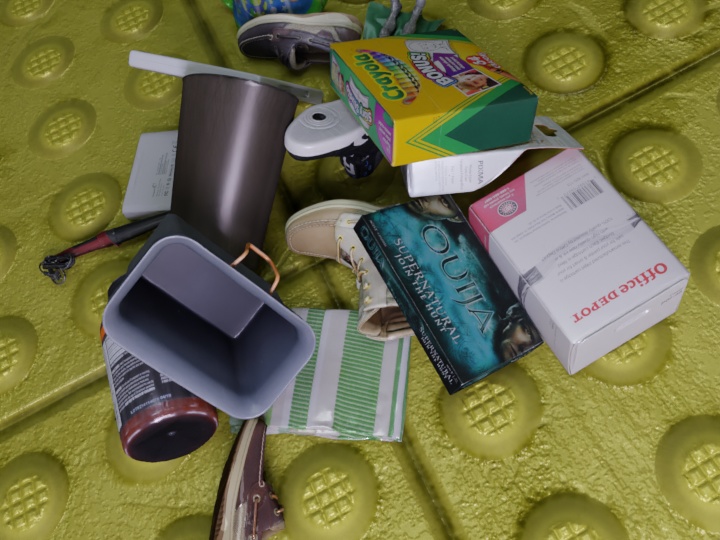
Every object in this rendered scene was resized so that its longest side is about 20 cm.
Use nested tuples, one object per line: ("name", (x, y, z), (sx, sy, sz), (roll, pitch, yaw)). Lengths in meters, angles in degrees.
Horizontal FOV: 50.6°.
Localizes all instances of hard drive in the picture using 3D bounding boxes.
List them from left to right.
("hard drive", (-0.214, -0.134, 1.023), (0.194, 0.026, 0.135), (-2, 60, 11))

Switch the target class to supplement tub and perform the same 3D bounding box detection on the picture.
("supplement tub", (-0.229, 0.099, 0.848), (0.105, 0.108, 0.203), (-23, 58, -1))

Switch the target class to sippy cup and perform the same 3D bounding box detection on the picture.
("sippy cup", (-0.140, -0.431, 1.115), (0.174, 0.131, 0.142), (-19, 57, 2))

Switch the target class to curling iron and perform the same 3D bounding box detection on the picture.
("curling iron", (-0.325, -0.034, 0.990), (0.196, 0.026, 0.050), (-23, 51, 1))

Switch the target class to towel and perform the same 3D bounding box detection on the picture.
("towel", (-0.042, 0.114, 0.847), (0.194, 0.024, 0.156), (0, 60, 15))

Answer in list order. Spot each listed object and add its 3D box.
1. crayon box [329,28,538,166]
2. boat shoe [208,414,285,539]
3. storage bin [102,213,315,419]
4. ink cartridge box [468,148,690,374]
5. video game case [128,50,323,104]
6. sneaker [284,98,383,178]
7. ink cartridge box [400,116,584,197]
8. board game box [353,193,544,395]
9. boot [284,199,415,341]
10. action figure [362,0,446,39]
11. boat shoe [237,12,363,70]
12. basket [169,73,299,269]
("crayon box", (0.075, -0.203, 0.860), (0.168, 0.059, 0.201), (-11, 40, -19))
("boat shoe", (-0.110, 0.250, 0.766), (0.070, 0.072, 0.204), (15, 58, -14))
("storage bin", (-0.153, 0.027, 0.791), (0.146, 0.199, 0.135), (-49, 28, 8))
("ink cartridge box", (0.228, -0.014, 0.822), (0.144, 0.083, 0.202), (-28, 58, -5))
("video game case", (-0.172, -0.253, 1.007), (0.196, 0.181, 0.024), (16, 103, 20))
("sneaker", (-0.017, -0.149, 0.928), (0.072, 0.114, 0.199), (31, 46, 23))
("ink cartridge box", (0.143, -0.139, 0.896), (0.194, 0.048, 0.161), (-3, 24, -1))
("board game box", (0.094, 0.015, 0.803), (0.133, 0.028, 0.203), (-18, 70, -37))
("boot", (0.000, 0.000, 0.860), (0.194, 0.073, 0.157), (1, 51, 7))
("action figure", (0.035, -0.288, 1.043), (0.115, 0.055, 0.204), (13, 68, 16))
("boat shoe", (-0.090, -0.317, 1.073), (0.195, 0.072, 0.067), (2, 76, 21))
("basket", (-0.159, -0.112, 0.901), (0.179, 0.133, 0.206), (16, 96, 61))
